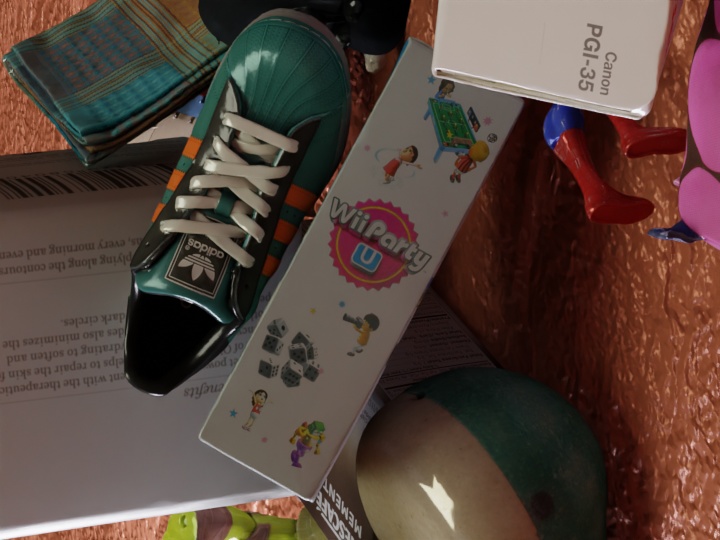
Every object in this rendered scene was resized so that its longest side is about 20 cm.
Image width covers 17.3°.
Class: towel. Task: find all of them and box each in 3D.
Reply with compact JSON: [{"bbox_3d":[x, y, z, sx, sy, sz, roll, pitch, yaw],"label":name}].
[{"bbox_3d":[-0.093,-0.142,1.298,0.147,0.199,0.022,43,164,54],"label":"towel"}]

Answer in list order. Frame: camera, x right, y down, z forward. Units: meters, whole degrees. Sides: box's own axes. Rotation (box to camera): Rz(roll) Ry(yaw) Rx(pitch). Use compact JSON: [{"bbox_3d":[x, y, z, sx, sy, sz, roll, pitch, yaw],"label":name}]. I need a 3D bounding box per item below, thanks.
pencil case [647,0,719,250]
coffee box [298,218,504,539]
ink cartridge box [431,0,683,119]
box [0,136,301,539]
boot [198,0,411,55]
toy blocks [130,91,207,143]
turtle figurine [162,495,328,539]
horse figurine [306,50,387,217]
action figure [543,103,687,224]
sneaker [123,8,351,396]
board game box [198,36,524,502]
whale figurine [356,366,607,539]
[{"bbox_3d":[0.161,-0.101,0.848,0.094,0.090,0.201,44,134,52],"label":"pencil case"},{"bbox_3d":[0.003,0.067,1.270,0.200,0.079,0.115,-130,39,-51],"label":"coffee box"},{"bbox_3d":[0.090,-0.170,0.853,0.200,0.082,0.147,-65,-16,-54],"label":"ink cartridge box"},{"bbox_3d":[-0.151,0.029,1.265,0.200,0.197,0.173,-157,62,-66],"label":"box"},{"bbox_3d":[-0.061,-0.145,1.099,0.168,0.198,0.077,126,143,-70],"label":"boot"},{"bbox_3d":[-0.109,-0.145,1.420,0.137,0.099,0.201,127,157,-58],"label":"toy blocks"},{"bbox_3d":[-0.019,0.163,1.291,0.064,0.160,0.201,-47,58,37],"label":"turtle figurine"},{"bbox_3d":[-0.039,-0.102,1.343,0.200,0.050,0.134,-154,71,-69],"label":"horse figurine"},{"bbox_3d":[0.087,-0.109,1.061,0.201,0.051,0.066,63,146,36],"label":"action figure"},{"bbox_3d":[-0.059,-0.023,1.091,0.080,0.071,0.201,-66,-1,-56],"label":"sneaker"},{"bbox_3d":[0.000,0.000,1.101,0.201,0.064,0.148,-62,1,-1],"label":"board game box"},{"bbox_3d":[0.081,0.136,1.125,0.201,0.103,0.159,62,161,-15],"label":"whale figurine"}]
